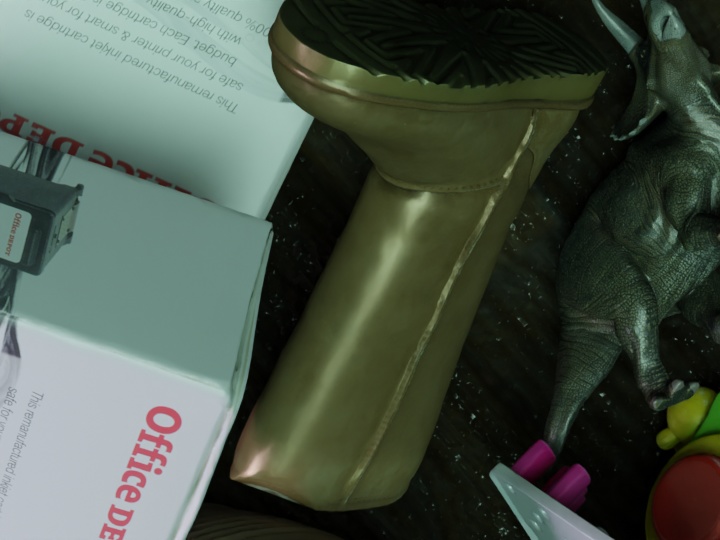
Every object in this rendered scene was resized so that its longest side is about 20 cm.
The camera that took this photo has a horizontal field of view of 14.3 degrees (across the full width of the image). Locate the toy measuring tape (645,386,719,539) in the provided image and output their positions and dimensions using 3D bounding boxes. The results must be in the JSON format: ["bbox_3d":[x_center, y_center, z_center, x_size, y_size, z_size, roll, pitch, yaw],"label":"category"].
[{"bbox_3d":[0.161,0.127,1.116,0.073,0.200,0.074,-15,141,-13],"label":"toy measuring tape"}]

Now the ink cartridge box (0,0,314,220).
[{"bbox_3d":[-0.073,-0.112,1.070,0.145,0.085,0.201,24,103,-10],"label":"ink cartridge box"}]

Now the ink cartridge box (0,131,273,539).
[{"bbox_3d":[-0.144,0.026,0.993,0.199,0.084,0.146,19,137,-6],"label":"ink cartridge box"}]

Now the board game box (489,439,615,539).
[{"bbox_3d":[0.153,0.167,1.092,0.026,0.200,0.200,-43,127,-12],"label":"board game box"}]

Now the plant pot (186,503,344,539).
[{"bbox_3d":[-0.066,0.157,1.129,0.200,0.093,0.201,-21,146,-15],"label":"plant pot"}]

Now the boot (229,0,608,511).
[{"bbox_3d":[0.000,0.000,1.068,0.175,0.066,0.201,2,122,-47],"label":"boot"}]

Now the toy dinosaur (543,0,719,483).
[{"bbox_3d":[0.118,-0.009,1.120,0.077,0.102,0.201,-1,123,-34],"label":"toy dinosaur"}]
